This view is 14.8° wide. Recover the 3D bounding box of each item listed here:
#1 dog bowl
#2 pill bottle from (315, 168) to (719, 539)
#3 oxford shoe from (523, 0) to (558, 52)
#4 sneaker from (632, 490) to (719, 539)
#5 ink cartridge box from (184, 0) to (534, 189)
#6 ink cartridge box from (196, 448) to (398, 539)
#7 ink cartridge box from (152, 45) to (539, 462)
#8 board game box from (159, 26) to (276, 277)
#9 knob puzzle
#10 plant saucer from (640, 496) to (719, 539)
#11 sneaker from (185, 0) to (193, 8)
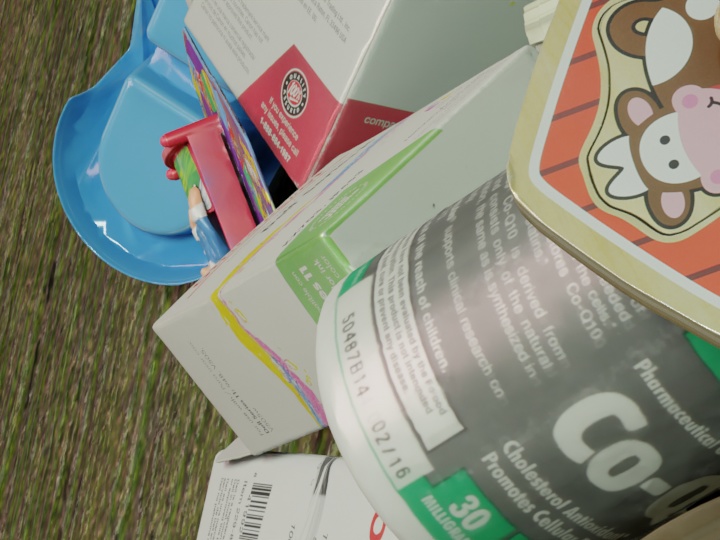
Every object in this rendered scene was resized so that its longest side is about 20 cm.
[{"bbox_3d":[-0.072,-0.090,1.334,0.050,0.111,0.201,-29,-32,-61],"label":"dog bowl"},{"bbox_3d":[0.093,0.003,0.798,0.199,0.113,0.114,-34,41,26],"label":"pill bottle"},{"bbox_3d":[0.097,-0.075,0.876,0.058,0.075,0.200,64,175,-3],"label":"oxford shoe"},{"bbox_3d":[0.089,0.115,0.863,0.080,0.070,0.202,-3,73,64],"label":"sneaker"},{"bbox_3d":[0.021,-0.146,1.146,0.201,0.083,0.145,-64,35,25],"label":"ink cartridge box"},{"bbox_3d":[0.000,0.147,1.028,0.200,0.084,0.147,-3,73,67],"label":"ink cartridge box"},{"bbox_3d":[0.000,0.000,1.026,0.117,0.067,0.200,-43,7,-28],"label":"ink cartridge box"},{"bbox_3d":[-0.060,-0.010,1.214,0.200,0.039,0.159,-121,13,-59],"label":"board game box"},{"bbox_3d":[0.130,-0.058,0.706,0.030,0.218,0.221,60,-152,-58],"label":"knob puzzle"},{"bbox_3d":[0.090,0.145,0.692,0.029,0.199,0.201,36,110,44],"label":"plant saucer"},{"bbox_3d":[-0.010,-0.193,1.249,0.200,0.074,0.082,-45,40,10],"label":"sneaker"}]
